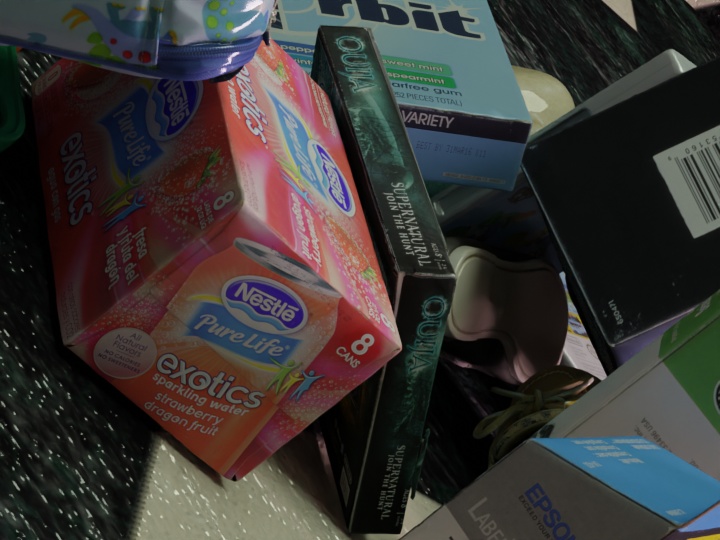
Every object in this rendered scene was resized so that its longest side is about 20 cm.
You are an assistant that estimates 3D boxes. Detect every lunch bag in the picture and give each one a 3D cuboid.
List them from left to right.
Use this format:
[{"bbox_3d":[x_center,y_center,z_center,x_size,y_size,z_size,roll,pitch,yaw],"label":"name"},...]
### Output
[{"bbox_3d":[-0.126,-0.141,1.092,0.199,0.083,0.161,9,22,-6],"label":"lunch bag"}]

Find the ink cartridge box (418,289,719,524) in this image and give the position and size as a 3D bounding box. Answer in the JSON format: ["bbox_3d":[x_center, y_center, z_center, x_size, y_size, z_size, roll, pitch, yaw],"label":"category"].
[{"bbox_3d":[0.129,0.119,1.181,0.146,0.200,0.084,52,12,-2],"label":"ink cartridge box"}]

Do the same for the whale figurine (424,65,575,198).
[{"bbox_3d":[0.032,-0.059,1.507,0.159,0.104,0.200,13,15,29],"label":"whale figurine"}]

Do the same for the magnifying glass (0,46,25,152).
[{"bbox_3d":[-0.160,-0.093,1.170,0.080,0.022,0.200,49,17,-7],"label":"magnifying glass"}]

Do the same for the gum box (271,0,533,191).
[{"bbox_3d":[-0.014,-0.117,1.429,0.169,0.045,0.200,7,31,-13],"label":"gum box"}]

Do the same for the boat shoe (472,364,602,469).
[{"bbox_3d":[0.095,0.096,1.370,0.063,0.073,0.200,48,16,-22],"label":"boat shoe"}]

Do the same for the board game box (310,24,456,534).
[{"bbox_3d":[0.000,0.000,1.230,0.028,0.136,0.200,2,35,-14],"label":"board game box"}]

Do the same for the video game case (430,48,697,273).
[{"bbox_3d":[0.109,-0.040,1.478,0.143,0.200,0.017,24,39,-60],"label":"video game case"}]

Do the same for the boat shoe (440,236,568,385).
[{"bbox_3d":[0.057,0.016,1.464,0.057,0.067,0.200,14,-5,23],"label":"boat shoe"}]

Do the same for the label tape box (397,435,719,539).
[{"bbox_3d":[0.077,0.106,1.052,0.063,0.200,0.144,55,16,15],"label":"label tape box"}]

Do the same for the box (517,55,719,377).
[{"bbox_3d":[0.205,-0.017,1.442,0.198,0.199,0.124,59,6,-67],"label":"box"}]

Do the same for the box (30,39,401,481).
[{"bbox_3d":[-0.062,-0.025,1.147,0.103,0.095,0.200,44,17,-31],"label":"box"}]

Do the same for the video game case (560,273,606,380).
[{"bbox_3d":[0.135,0.038,1.718,0.182,0.023,0.200,58,17,22],"label":"video game case"}]

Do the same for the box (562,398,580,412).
[{"bbox_3d":[0.201,0.101,1.294,0.199,0.042,0.119,21,15,27],"label":"box"}]
